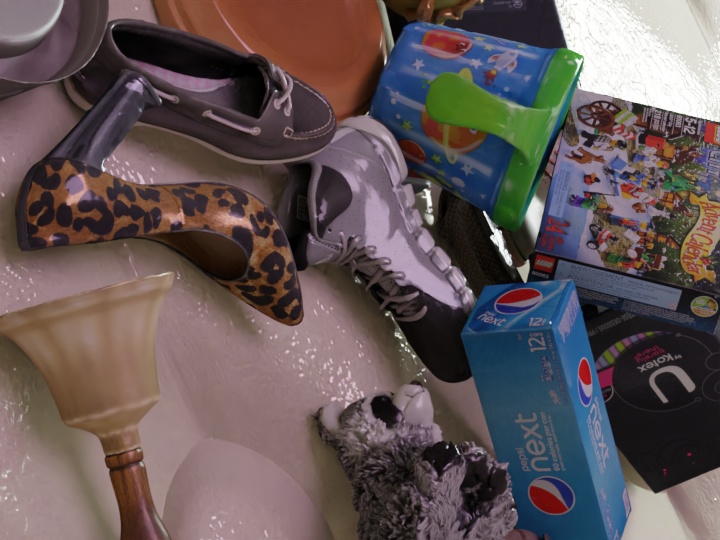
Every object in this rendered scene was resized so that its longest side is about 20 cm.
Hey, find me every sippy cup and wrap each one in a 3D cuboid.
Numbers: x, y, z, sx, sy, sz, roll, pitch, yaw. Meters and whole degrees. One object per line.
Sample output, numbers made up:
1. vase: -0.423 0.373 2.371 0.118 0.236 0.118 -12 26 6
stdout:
1. sippy cup: 0.077 -0.114 1.327 0.130 0.178 0.140 22 58 7

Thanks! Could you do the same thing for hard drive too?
1. hard drive: 0.093 -0.203 1.487 0.139 0.033 0.201 -5 65 -15

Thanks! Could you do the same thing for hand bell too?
1. hand bell: -0.128 0.110 1.010 0.104 0.104 0.201 -13 88 -55

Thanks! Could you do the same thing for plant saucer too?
1. plant saucer: -0.057 -0.190 1.313 0.200 0.037 0.201 21 54 -31

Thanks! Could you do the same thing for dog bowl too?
1. dog bowl: -0.242 -0.187 1.082 0.200 0.059 0.201 33 43 -36

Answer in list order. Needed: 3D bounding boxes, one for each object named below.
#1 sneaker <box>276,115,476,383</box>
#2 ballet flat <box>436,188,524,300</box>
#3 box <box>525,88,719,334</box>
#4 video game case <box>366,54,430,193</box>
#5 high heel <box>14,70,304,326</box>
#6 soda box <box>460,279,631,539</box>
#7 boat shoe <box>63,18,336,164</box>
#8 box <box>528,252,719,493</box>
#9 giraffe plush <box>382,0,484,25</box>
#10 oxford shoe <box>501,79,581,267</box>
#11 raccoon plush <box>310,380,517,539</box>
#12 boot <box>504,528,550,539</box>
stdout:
1. sneaker: 0.000 0.000 1.264 0.115 0.075 0.201 -24 87 -42
2. ballet flat: 0.103 0.025 1.396 0.201 0.046 0.067 69 19 2
3. box: 0.204 -0.048 1.341 0.136 0.038 0.200 13 42 5
4. video game case: -0.024 -0.155 1.377 0.143 0.017 0.201 5 62 -51
5. high heel: -0.121 -0.005 1.116 0.200 0.071 0.143 51 48 -21
6. soda box: 0.131 0.108 1.279 0.064 0.068 0.201 -58 137 -53
7. boat shoe: -0.091 -0.116 1.187 0.199 0.057 0.067 9 56 -32
8. box: 0.230 0.060 1.424 0.200 0.122 0.106 48 27 -34
9. giraffe plush: 0.059 -0.260 1.404 0.172 0.200 0.163 36 80 -49
10. oxford shoe: 0.143 -0.090 1.485 0.071 0.075 0.201 53 32 -43
11. raccoon plush: 0.004 0.163 1.158 0.200 0.134 0.097 -56 132 -19
12. boot: 0.113 0.260 1.211 0.146 0.070 0.201 27 47 -43
